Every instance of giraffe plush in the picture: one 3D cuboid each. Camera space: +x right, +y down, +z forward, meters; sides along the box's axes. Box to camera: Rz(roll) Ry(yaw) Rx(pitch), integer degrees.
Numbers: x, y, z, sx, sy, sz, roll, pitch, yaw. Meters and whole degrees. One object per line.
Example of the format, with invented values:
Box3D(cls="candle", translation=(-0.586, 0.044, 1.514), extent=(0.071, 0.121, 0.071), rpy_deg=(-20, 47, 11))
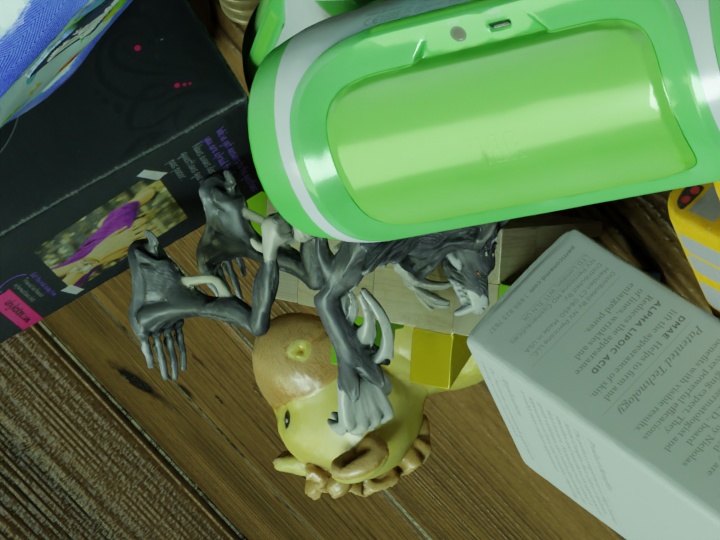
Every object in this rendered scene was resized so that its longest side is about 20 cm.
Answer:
Box3D(cls="giraffe plush", translation=(0.007, 0.049, 1.140), extent=(0.200, 0.162, 0.173), rpy_deg=(41, 165, 17))

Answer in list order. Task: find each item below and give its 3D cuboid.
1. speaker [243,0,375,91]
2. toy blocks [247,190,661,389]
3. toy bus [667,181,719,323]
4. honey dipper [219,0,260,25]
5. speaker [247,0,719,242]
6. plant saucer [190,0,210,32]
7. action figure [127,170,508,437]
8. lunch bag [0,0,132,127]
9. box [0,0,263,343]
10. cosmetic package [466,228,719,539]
Box3D(cls="speaker", translation=(-0.002, -0.113, 0.854), extent=(0.088, 0.088, 0.200), rpy_deg=(45, 165, 1))
Box3D(cls="toy blocks", translation=(0.052, -0.006, 0.964), extent=(0.199, 0.101, 0.136), rpy_deg=(10, -170, 42))
Box3D(cls="toy bus", translation=(0.177, 0.007, 0.759), extent=(0.078, 0.065, 0.201), rpy_deg=(32, 161, 46))
Box3D(cls="honey dipper", translation=(-0.048, -0.123, 1.094), extent=(0.038, 0.038, 0.200), rpy_deg=(39, 167, 22))
Box3D(cls="speaker", translation=(0.060, -0.063, 0.689), extent=(0.198, 0.089, 0.089), rpy_deg=(-9, 132, 33))
Box3D(cls="plant saucer", translation=(-0.155, -0.198, 1.185), extent=(0.200, 0.034, 0.201), rpy_deg=(41, 164, 14))
Box3D(cls="action figure", translation=(0.000, 0.000, 0.835), extent=(0.199, 0.119, 0.103), rpy_deg=(-7, 117, 40))
Box3D(cls="lunch bag", translation=(-0.132, -0.145, 0.760), extent=(0.127, 0.201, 0.170), rpy_deg=(25, 135, -27))
Box3D(cls="box", translation=(-0.158, -0.055, 0.900), extent=(0.123, 0.199, 0.106), rpy_deg=(57, 171, 19))
Box3D(cls="cosmetic package", translation=(0.140, 0.076, 0.778), extent=(0.199, 0.074, 0.102), rpy_deg=(34, 163, 37))
